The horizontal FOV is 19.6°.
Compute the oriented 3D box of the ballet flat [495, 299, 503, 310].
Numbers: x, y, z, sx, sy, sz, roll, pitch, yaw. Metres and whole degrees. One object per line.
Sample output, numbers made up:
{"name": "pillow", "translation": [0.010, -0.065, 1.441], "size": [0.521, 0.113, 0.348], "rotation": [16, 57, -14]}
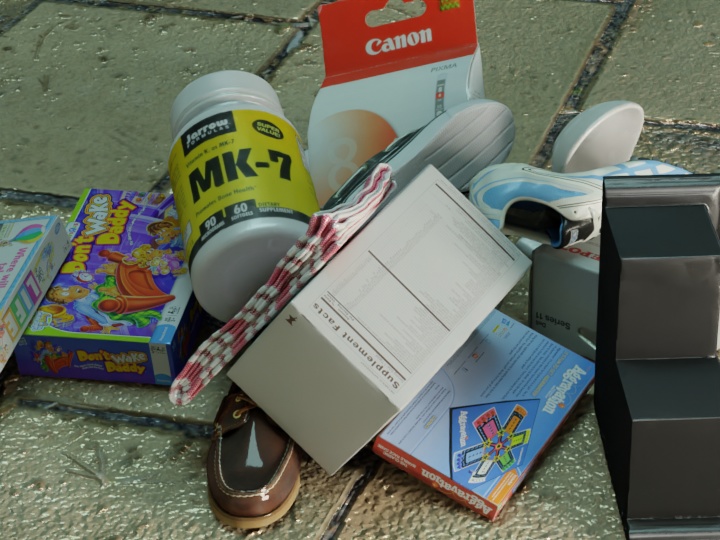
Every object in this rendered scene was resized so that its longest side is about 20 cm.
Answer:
{"name": "ballet flat", "translation": [0.048, 0.061, 1.642], "size": [0.067, 0.046, 0.200], "rotation": [45, 44, 2]}

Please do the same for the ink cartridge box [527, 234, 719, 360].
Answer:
{"name": "ink cartridge box", "translation": [0.252, 0.001, 1.728], "size": [0.146, 0.083, 0.200], "rotation": [19, 35, 34]}

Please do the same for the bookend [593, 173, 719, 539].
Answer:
{"name": "bookend", "translation": [0.226, 0.062, 1.491], "size": [0.092, 0.201, 0.199], "rotation": [-2, 27, -1]}

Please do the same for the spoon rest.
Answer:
{"name": "spoon rest", "translation": [0.189, -0.070, 1.770], "size": [0.099, 0.200, 0.061], "rotation": [-31, 67, -30]}

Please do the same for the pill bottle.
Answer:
{"name": "pill bottle", "translation": [-0.095, -0.062, 1.692], "size": [0.114, 0.114, 0.200], "rotation": [-7, 47, -11]}

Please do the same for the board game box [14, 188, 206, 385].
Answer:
{"name": "board game box", "translation": [-0.192, 0.011, 1.724], "size": [0.134, 0.045, 0.200], "rotation": [3, 38, 11]}

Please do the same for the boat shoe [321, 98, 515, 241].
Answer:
{"name": "boat shoe", "translation": [0.044, -0.088, 1.728], "size": [0.200, 0.072, 0.071], "rotation": [-33, 28, -33]}

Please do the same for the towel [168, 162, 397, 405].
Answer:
{"name": "towel", "translation": [-0.059, 0.008, 1.543], "size": [0.030, 0.200, 0.146], "rotation": [44, 26, 0]}

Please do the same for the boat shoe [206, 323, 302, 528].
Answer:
{"name": "boat shoe", "translation": [-0.076, 0.111, 1.547], "size": [0.070, 0.071, 0.200], "rotation": [1, 29, 2]}

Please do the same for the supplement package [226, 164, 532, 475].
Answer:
{"name": "supplement package", "translation": [0.015, 0.034, 1.530], "size": [0.114, 0.110, 0.200], "rotation": [44, 47, 2]}

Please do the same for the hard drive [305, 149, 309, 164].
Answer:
{"name": "hard drive", "translation": [-0.028, -0.078, 1.947], "size": [0.200, 0.025, 0.132], "rotation": [-16, 32, -26]}

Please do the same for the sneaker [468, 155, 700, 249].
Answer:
{"name": "sneaker", "translation": [0.186, -0.049, 1.682], "size": [0.199, 0.072, 0.073], "rotation": [-3, 59, -11]}

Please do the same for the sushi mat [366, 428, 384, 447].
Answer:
{"name": "sushi mat", "translation": [0.083, 0.100, 1.621], "size": [0.096, 0.012, 0.200], "rotation": [21, 35, 37]}

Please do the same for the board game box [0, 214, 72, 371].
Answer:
{"name": "board game box", "translation": [-0.328, 0.033, 1.666], "size": [0.134, 0.034, 0.200], "rotation": [-5, 36, 22]}

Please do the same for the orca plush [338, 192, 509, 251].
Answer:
{"name": "orca plush", "translation": [0.064, -0.025, 1.799], "size": [0.200, 0.071, 0.105], "rotation": [-9, 0, 32]}

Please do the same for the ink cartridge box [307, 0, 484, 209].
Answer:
{"name": "ink cartridge box", "translation": [0.029, -0.158, 1.839], "size": [0.162, 0.201, 0.050], "rotation": [-10, -9, 27]}

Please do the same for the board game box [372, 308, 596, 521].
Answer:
{"name": "board game box", "translation": [0.098, 0.104, 1.567], "size": [0.103, 0.019, 0.200], "rotation": [28, 38, 14]}

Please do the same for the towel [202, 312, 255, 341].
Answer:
{"name": "towel", "translation": [-0.108, 0.013, 1.789], "size": [0.200, 0.024, 0.145], "rotation": [18, 32, 28]}
